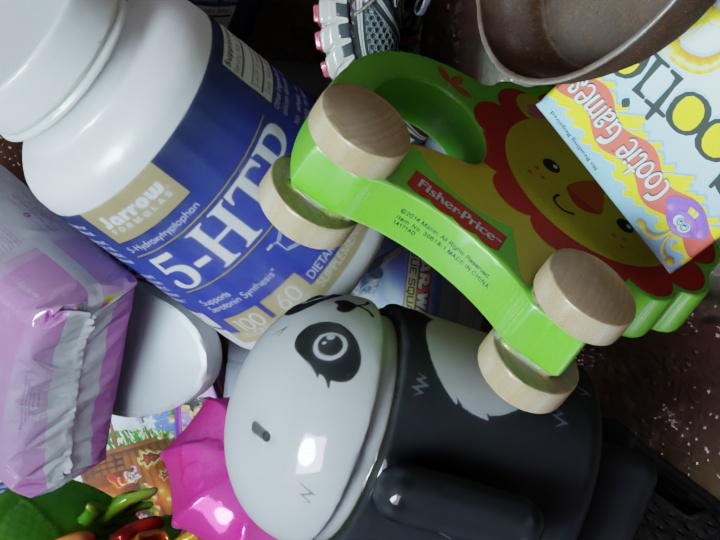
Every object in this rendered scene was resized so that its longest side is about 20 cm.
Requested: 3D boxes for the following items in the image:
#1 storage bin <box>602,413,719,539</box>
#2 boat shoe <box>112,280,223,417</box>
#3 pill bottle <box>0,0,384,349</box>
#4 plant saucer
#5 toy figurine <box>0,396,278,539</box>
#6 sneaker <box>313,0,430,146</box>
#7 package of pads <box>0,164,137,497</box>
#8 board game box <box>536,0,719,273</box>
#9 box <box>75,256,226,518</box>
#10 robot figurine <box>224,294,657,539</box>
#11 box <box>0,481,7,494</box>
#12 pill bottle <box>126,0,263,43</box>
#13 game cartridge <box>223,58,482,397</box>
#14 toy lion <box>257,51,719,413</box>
[{"bbox_3d":[0.094,0.185,1.472,0.135,0.094,0.201,37,126,11],"label":"storage bin"},{"bbox_3d":[-0.141,0.036,1.465,0.199,0.066,0.072,-5,99,38],"label":"boat shoe"},{"bbox_3d":[-0.091,-0.061,1.345,0.200,0.120,0.119,37,133,-29],"label":"pill bottle"},{"bbox_3d":[0.127,-0.167,1.253,0.034,0.201,0.200,28,134,-29],"label":"plant saucer"},{"bbox_3d":[-0.067,0.132,1.436,0.184,0.199,0.151,-36,71,33],"label":"toy figurine"},{"bbox_3d":[0.017,-0.155,1.357,0.074,0.081,0.201,-1,104,14],"label":"sneaker"},{"bbox_3d":[-0.199,0.007,1.402,0.200,0.075,0.121,38,130,31],"label":"package of pads"},{"bbox_3d":[0.195,-0.106,1.269,0.105,0.103,0.200,51,127,1],"label":"board game box"},{"bbox_3d":[-0.148,0.053,1.561,0.136,0.039,0.201,-16,104,14],"label":"box"},{"bbox_3d":[0.035,0.083,1.313,0.199,0.126,0.150,18,155,-16],"label":"robot figurine"},{"bbox_3d":[-0.205,0.069,1.632,0.121,0.032,0.201,-10,107,33],"label":"box"},{"bbox_3d":[-0.102,-0.152,1.420,0.111,0.111,0.201,34,125,13],"label":"pill bottle"},{"bbox_3d":[0.000,0.000,1.448,0.132,0.041,0.201,13,103,30],"label":"game cartridge"},{"bbox_3d":[0.073,-0.035,1.316,0.200,0.192,0.069,36,124,0],"label":"toy lion"}]
